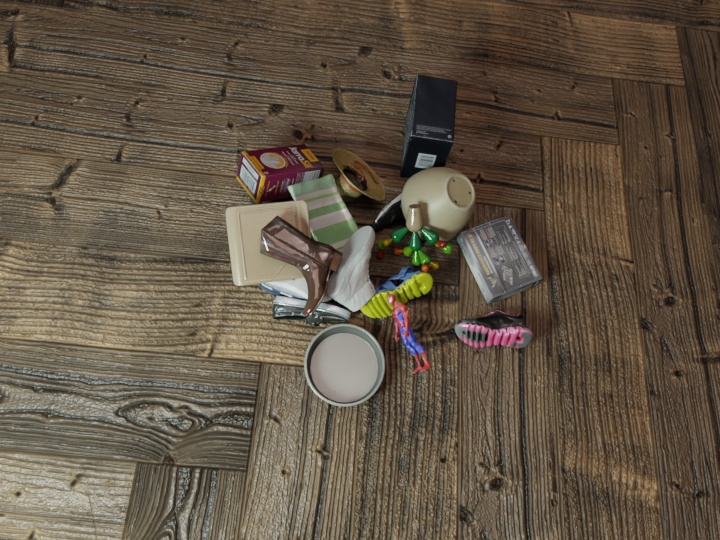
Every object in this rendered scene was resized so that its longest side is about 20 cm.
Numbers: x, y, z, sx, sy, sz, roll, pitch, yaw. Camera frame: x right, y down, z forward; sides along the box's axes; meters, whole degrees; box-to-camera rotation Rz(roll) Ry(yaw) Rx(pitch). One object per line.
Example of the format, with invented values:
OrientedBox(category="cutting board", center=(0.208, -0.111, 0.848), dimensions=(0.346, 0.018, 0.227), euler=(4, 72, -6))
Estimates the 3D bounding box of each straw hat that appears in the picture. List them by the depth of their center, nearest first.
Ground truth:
OrientedBox(category="straw hat", center=(-0.026, -0.231, 1.615), dimensions=(0.085, 0.200, 0.202), euler=(-43, 74, 26))

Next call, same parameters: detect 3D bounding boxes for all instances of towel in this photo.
OrientedBox(category="towel", center=(-0.082, -0.138, 1.506), dimensions=(0.151, 0.023, 0.202), euler=(-23, 86, -42))

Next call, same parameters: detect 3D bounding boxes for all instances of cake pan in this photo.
OrientedBox(category="cake pan", center=(-0.039, 0.232, 1.460), dimensions=(0.196, 0.037, 0.204), euler=(2, 68, -5))

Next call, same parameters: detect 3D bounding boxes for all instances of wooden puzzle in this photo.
OrientedBox(category="wooden puzzle", center=(-0.216, -0.067, 1.442), dimensions=(0.196, 0.037, 0.189), euler=(-7, 92, -9))

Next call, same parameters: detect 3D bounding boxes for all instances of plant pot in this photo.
OrientedBox(category="plant pot", center=(0.223, -0.186, 1.567), dimensions=(0.197, 0.134, 0.204), euler=(6, 76, -25))

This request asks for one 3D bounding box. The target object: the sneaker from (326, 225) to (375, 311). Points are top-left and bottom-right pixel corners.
OrientedBox(category="sneaker", center=(0.000, 0.000, 1.482), dimensions=(0.115, 0.073, 0.202), euler=(39, 74, -38))

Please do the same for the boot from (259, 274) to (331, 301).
OrientedBox(category="boot", center=(-0.160, 0.038, 1.499), dimensions=(0.197, 0.091, 0.074), euler=(21, 65, 1))

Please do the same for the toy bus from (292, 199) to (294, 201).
OrientedBox(category="toy bus", center=(-0.214, -0.087, 1.500), dimensions=(0.199, 0.065, 0.079), euler=(-39, 81, -10))

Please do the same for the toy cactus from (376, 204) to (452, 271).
OrientedBox(category="toy cactus", center=(0.133, -0.083, 1.525), dimensions=(0.197, 0.168, 0.102), euler=(8, 31, 22))

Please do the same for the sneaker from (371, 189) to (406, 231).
OrientedBox(category="sneaker", center=(0.119, -0.158, 1.616), dimensions=(0.200, 0.076, 0.088), euler=(-42, 83, -19))

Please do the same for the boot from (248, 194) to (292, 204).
OrientedBox(category="boot", center=(-0.205, -0.171, 1.596), dimensions=(0.131, 0.070, 0.201), euler=(-32, 86, -20))

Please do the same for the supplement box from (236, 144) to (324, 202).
OrientedBox(category="supplement box", center=(-0.207, -0.256, 1.563), dimensions=(0.198, 0.086, 0.111), euler=(-17, 53, -38))

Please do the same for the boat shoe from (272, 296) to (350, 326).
OrientedBox(category="boat shoe", center=(-0.123, 0.110, 1.490), dimensions=(0.196, 0.069, 0.058), euler=(10, 75, 4))

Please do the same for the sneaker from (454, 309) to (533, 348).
OrientedBox(category="sneaker", center=(0.335, 0.141, 1.527), dimensions=(0.196, 0.080, 0.096), euler=(6, 46, -4))

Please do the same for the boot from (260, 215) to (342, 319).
OrientedBox(category="boot", center=(-0.163, -0.008, 1.400), dimensions=(0.198, 0.064, 0.189), euler=(27, 74, -12))

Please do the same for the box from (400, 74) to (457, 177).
OrientedBox(category="box", center=(0.187, -0.387, 1.643), dimensions=(0.121, 0.201, 0.202), euler=(7, 68, -2))

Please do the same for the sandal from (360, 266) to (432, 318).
OrientedBox(category="sandal", center=(0.085, 0.052, 1.535), dimensions=(0.198, 0.080, 0.087), euler=(-25, 35, -7))

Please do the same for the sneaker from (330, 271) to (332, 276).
OrientedBox(category="sneaker", center=(-0.086, -0.016, 1.533), dimensions=(0.198, 0.076, 0.115), euler=(27, 65, 2))

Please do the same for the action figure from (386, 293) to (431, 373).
OrientedBox(category="action figure", center=(0.111, 0.153, 1.472), dimensions=(0.051, 0.065, 0.203), euler=(-19, 84, -23))

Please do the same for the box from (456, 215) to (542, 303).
OrientedBox(category="box", center=(0.370, -0.031, 1.601), dimensions=(0.156, 0.048, 0.202), euler=(-20, 71, -12))
